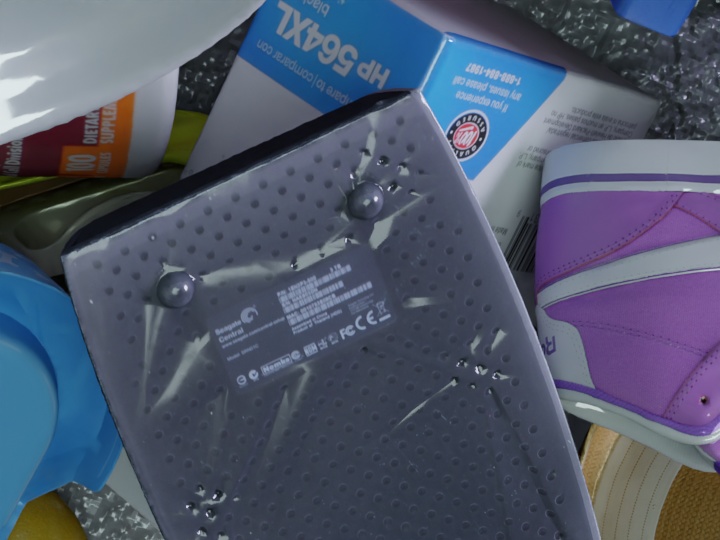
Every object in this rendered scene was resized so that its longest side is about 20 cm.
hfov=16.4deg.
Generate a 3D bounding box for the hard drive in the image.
[{"bbox_3d":[-0.006,0.049,0.803,0.134,0.042,0.201,-25,115,-6],"label":"hard drive"}]

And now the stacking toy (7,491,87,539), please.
[{"bbox_3d":[-0.147,0.124,0.935,0.145,0.146,0.202,13,87,-16],"label":"stacking toy"}]

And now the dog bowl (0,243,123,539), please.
[{"bbox_3d":[-0.156,0.075,0.825,0.111,0.050,0.201,21,110,-29],"label":"dog bowl"}]

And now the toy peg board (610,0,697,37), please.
[{"bbox_3d":[0.150,-0.107,0.865,0.199,0.200,0.098,19,121,-17],"label":"toy peg board"}]

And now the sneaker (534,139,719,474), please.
[{"bbox_3d":[0.155,0.016,0.819,0.199,0.073,0.115,-3,69,20],"label":"sneaker"}]

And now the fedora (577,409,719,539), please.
[{"bbox_3d":[0.159,0.094,0.902,0.200,0.082,0.202,-16,116,-36],"label":"fedora"}]

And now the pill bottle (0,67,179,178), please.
[{"bbox_3d":[-0.165,-0.089,0.841,0.198,0.114,0.115,0,109,-11],"label":"pill bottle"}]

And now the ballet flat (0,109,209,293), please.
[{"bbox_3d":[-0.134,-0.008,0.902,0.199,0.067,0.067,-19,114,-4],"label":"ballet flat"}]

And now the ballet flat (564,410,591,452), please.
[{"bbox_3d":[0.064,0.107,0.937,0.069,0.069,0.201,20,96,-17],"label":"ballet flat"}]

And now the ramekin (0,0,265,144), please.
[{"bbox_3d":[-0.126,-0.106,0.696,0.199,0.201,0.098,-18,77,-5],"label":"ramekin"}]

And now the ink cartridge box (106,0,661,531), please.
[{"bbox_3d":[0.000,0.000,0.889,0.146,0.084,0.201,9,112,-55],"label":"ink cartridge box"}]
